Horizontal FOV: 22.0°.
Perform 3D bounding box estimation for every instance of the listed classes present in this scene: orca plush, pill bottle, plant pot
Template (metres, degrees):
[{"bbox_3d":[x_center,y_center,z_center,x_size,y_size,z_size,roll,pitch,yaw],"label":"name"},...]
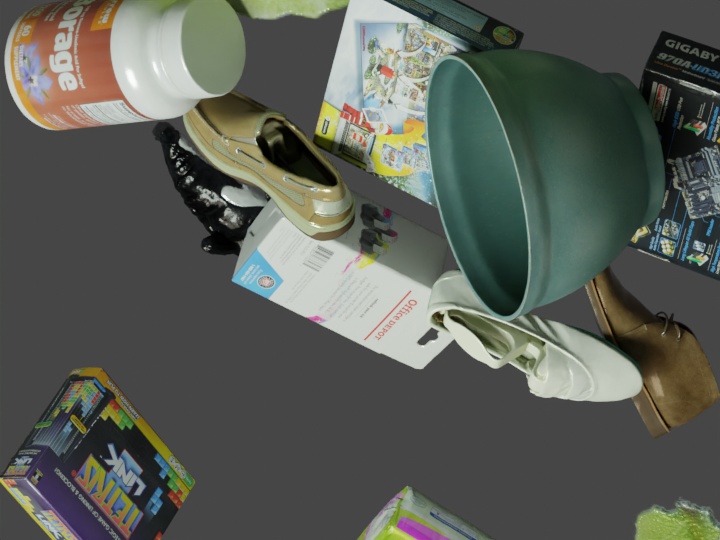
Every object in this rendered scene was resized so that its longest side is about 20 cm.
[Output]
[{"bbox_3d":[-0.125,-0.052,1.719,0.105,0.071,0.200,-13,126,44],"label":"orca plush"},{"bbox_3d":[-0.199,-0.183,1.583,0.199,0.113,0.113,-3,133,36],"label":"pill bottle"},{"bbox_3d":[0.145,-0.077,1.390,0.200,0.133,0.202,165,90,-75],"label":"plant pot"}]

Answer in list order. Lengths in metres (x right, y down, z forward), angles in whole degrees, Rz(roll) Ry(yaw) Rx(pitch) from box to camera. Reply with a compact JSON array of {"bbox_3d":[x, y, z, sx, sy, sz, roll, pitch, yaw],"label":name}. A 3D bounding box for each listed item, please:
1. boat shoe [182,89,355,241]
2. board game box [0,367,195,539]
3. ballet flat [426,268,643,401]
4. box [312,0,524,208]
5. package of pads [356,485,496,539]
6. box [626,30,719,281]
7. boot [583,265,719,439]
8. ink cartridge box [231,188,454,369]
[{"bbox_3d":[-0.078,-0.111,1.587,0.199,0.072,0.076,36,152,25],"label":"boat shoe"},{"bbox_3d":[-0.295,0.238,2.104,0.056,0.166,0.201,-7,131,40],"label":"board game box"},{"bbox_3d":[0.142,0.069,1.578,0.199,0.070,0.070,29,145,13],"label":"ballet flat"},{"bbox_3d":[0.043,-0.146,1.516,0.136,0.038,0.201,27,144,6],"label":"box"},{"bbox_3d":[0.066,0.331,2.041,0.154,0.068,0.200,31,144,-1],"label":"package of pads"},{"bbox_3d":[0.282,-0.074,1.426,0.158,0.046,0.201,21,143,14],"label":"box"},{"bbox_3d":[0.246,0.050,1.602,0.075,0.074,0.201,-25,117,15],"label":"boot"},{"bbox_3d":[0.000,0.000,1.671,0.199,0.068,0.115,27,140,-14],"label":"ink cartridge box"}]
